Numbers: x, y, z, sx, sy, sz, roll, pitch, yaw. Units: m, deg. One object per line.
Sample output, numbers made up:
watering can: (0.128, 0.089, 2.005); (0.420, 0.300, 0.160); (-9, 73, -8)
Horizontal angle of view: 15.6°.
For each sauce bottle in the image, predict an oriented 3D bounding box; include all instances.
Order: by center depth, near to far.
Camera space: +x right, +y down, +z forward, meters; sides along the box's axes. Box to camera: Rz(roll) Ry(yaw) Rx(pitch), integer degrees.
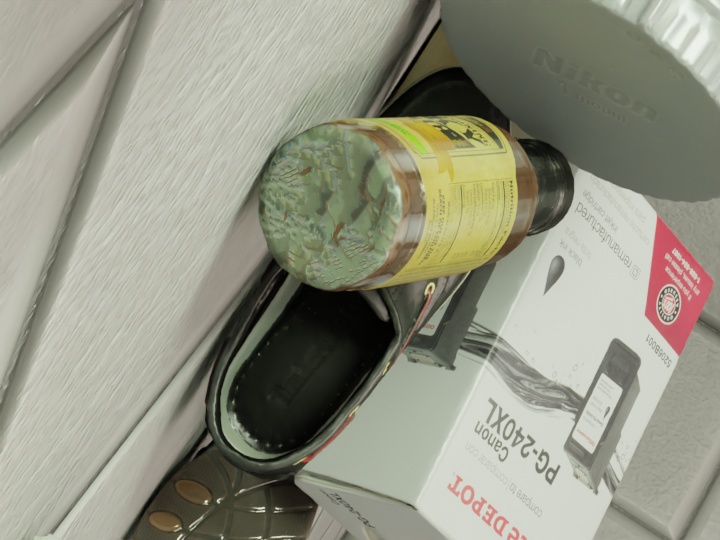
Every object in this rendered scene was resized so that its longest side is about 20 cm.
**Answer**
sauce bottle: (0.029, -0.029, 1.035); (0.065, 0.065, 0.200); (-59, 162, 16)

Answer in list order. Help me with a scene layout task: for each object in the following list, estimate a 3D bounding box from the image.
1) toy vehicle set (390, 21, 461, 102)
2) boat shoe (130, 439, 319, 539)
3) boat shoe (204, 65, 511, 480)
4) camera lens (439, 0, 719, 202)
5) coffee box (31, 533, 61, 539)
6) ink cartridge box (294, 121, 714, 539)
toy vehicle set: (0.053, -0.098, 1.295); (0.125, 0.026, 0.200); (-57, 175, -9)
boat shoe: (-0.056, 0.115, 1.274); (0.200, 0.076, 0.072); (-53, 176, -32)
boat shoe: (0.002, 0.002, 1.133); (0.202, 0.073, 0.063); (-56, 178, 0)
camera lens: (0.144, -0.150, 1.093); (0.201, 0.159, 0.160); (-56, 175, -19)
coffee box: (-0.106, 0.260, 0.933); (0.200, 0.197, 0.200); (-51, 170, -44)
ink cartridge box: (0.072, 0.051, 1.272); (0.145, 0.083, 0.201); (44, 67, -46)
